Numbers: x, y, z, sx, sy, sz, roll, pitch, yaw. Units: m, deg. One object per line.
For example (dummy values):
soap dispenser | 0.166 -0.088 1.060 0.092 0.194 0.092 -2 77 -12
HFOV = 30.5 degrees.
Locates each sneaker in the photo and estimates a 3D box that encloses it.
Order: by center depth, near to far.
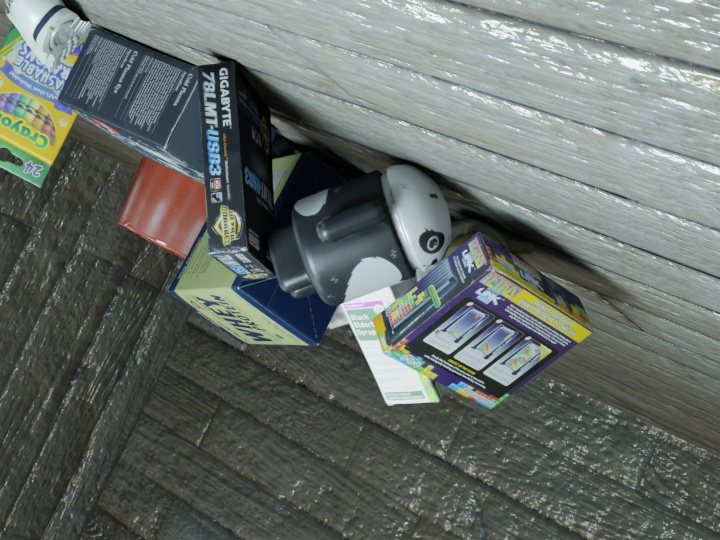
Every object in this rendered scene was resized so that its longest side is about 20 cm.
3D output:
sneaker | -0.373 -0.294 1.562 0.080 0.077 0.200 38 171 -3

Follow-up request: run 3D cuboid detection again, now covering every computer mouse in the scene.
computer mouse | -0.079 -0.108 1.777 0.058 0.034 0.201 34 165 45

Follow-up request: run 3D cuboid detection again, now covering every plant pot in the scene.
plant pot | -0.243 -0.121 1.901 0.199 0.197 0.201 27 176 2

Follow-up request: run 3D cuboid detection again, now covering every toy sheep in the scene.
toy sheep | 0.129 0.005 1.565 0.137 0.139 0.200 26 158 4

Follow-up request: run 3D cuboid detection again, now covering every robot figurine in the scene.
robot figurine | 0.002 -0.035 1.436 0.151 0.198 0.126 -93 -19 -64

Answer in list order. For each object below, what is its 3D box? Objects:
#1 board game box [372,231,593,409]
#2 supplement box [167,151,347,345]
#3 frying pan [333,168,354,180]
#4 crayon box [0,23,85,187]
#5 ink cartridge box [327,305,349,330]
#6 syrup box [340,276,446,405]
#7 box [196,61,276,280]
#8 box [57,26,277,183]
board game box | 0.139 0.061 1.485 0.199 0.165 0.057 30 -151 -41
supplement box | -0.110 -0.024 1.682 0.134 0.202 0.199 37 160 -27
frying pan | -0.017 -0.111 1.731 0.114 0.031 0.190 29 171 3
crayon box | -0.428 -0.227 1.728 0.125 0.202 0.052 27 176 -13
ink cartridge box | 0.000 0.000 1.720 0.094 0.201 0.037 -21 118 46
syrup box | 0.042 0.063 1.619 0.078 0.082 0.202 -6 125 29
box | -0.131 -0.102 1.439 0.049 0.202 0.200 -6 171 6
box | -0.234 -0.190 1.625 0.181 0.105 0.200 23 175 28
